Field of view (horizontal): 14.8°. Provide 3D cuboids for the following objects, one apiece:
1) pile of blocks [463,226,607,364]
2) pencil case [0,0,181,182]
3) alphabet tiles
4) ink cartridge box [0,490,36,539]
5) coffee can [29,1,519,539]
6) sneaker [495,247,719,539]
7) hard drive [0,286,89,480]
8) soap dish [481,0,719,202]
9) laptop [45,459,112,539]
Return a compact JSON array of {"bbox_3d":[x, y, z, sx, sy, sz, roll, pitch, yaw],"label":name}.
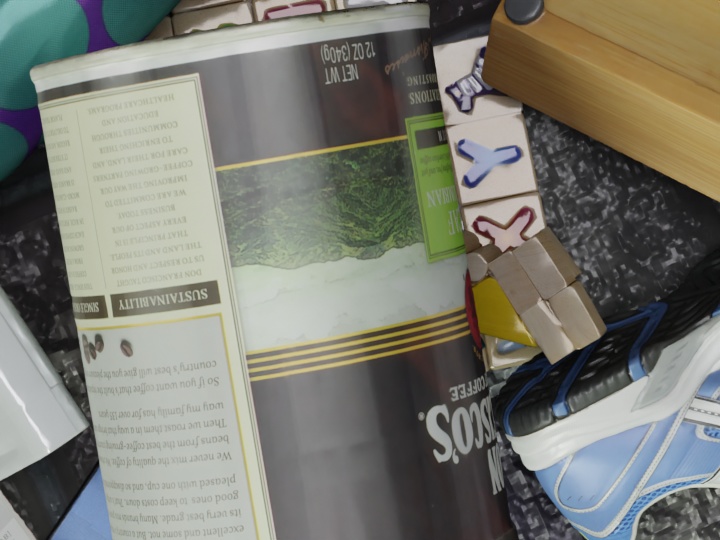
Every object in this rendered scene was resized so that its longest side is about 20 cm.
[{"bbox_3d":[0.000,0.000,1.088,0.199,0.062,0.082,20,99,9],"label":"pile of blocks"},{"bbox_3d":[-0.114,-0.123,1.084,0.200,0.085,0.092,-45,48,-1],"label":"pencil case"},{"bbox_3d":[-0.015,-0.048,1.121,0.167,0.008,0.201,-11,86,0],"label":"alphabet tiles"},{"bbox_3d":[-0.134,0.206,1.055,0.161,0.050,0.200,-46,50,3],"label":"ink cartridge box"},{"bbox_3d":[-0.031,0.015,0.988,0.146,0.146,0.201,-10,93,0],"label":"coffee can"},{"bbox_3d":[0.153,0.038,1.089,0.200,0.076,0.077,-26,108,-1],"label":"sneaker"},{"bbox_3d":[-0.180,-0.011,1.048,0.026,0.132,0.200,-34,92,-22],"label":"hard drive"},{"bbox_3d":[0.157,-0.106,1.053,0.200,0.081,0.158,29,86,28],"label":"soap dish"},{"bbox_3d":[-0.067,0.199,1.052,0.116,0.200,0.188,35,87,-31],"label":"laptop"}]
